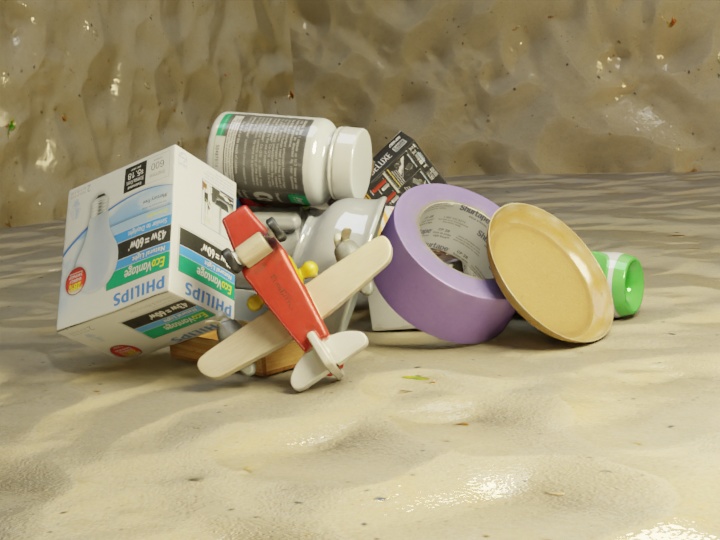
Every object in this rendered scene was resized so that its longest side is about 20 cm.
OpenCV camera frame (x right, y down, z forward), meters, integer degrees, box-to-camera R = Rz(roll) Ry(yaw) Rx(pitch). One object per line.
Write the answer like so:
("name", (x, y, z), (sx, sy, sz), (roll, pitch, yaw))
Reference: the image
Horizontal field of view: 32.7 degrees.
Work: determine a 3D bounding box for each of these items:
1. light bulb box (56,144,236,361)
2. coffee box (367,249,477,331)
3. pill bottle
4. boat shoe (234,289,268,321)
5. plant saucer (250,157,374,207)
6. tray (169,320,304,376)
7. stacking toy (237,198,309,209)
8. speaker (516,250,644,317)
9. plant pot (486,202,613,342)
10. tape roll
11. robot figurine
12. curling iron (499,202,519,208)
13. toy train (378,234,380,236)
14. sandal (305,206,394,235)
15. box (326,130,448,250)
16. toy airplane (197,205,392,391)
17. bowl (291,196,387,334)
("light bulb box", (-0.266, -0.018, 1.540), (0.197, 0.202, 0.124), (-19, -31, 30))
("coffee box", (0.097, 0.023, 1.706), (0.112, 0.081, 0.200), (-5, 8, 23))
("pill bottle", (-0.092, -0.145, 1.603), (0.198, 0.114, 0.113), (6, 12, 17))
("boat shoe", (-0.115, 0.057, 1.676), (0.198, 0.071, 0.066), (-7, -6, 1))
("plant saucer", (-0.080, -0.147, 1.730), (0.198, 0.030, 0.201), (-6, 30, 3))
("tray", (-0.144, 0.095, 1.536), (0.098, 0.037, 0.199), (-13, 11, -40))
("stacking toy", (-0.100, -0.117, 1.794), (0.199, 0.117, 0.110), (-30, 11, -6))
("speaker", (0.271, 0.017, 1.635), (0.198, 0.090, 0.088), (1, 11, 34))
("plant pot", (0.227, 0.007, 1.504), (0.199, 0.201, 0.027), (-15, -22, -48))
("tape roll", (0.118, -0.010, 1.542), (0.198, 0.085, 0.201), (16, 41, -14))
("robot figurine", (-0.112, -0.031, 1.676), (0.198, 0.114, 0.170), (1, -24, 1))
("curling iron", (0.246, -0.027, 1.698), (0.049, 0.200, 0.026), (-11, 47, 40))
("toy train", (0.000, 0.000, 1.734), (0.199, 0.042, 0.056), (-38, -16, 15))
("sandal", (-0.015, -0.047, 1.757), (0.204, 0.080, 0.059), (-2, 17, -22))
("box", (0.067, -0.083, 1.851), (0.158, 0.200, 0.050), (-44, 35, -3))
("toy airplane", (-0.074, 0.039, 1.398), (0.198, 0.201, 0.141), (10, -1, -1))
("bowl", (-0.038, -0.009, 1.545), (0.089, 0.203, 0.201), (18, 11, 3))
